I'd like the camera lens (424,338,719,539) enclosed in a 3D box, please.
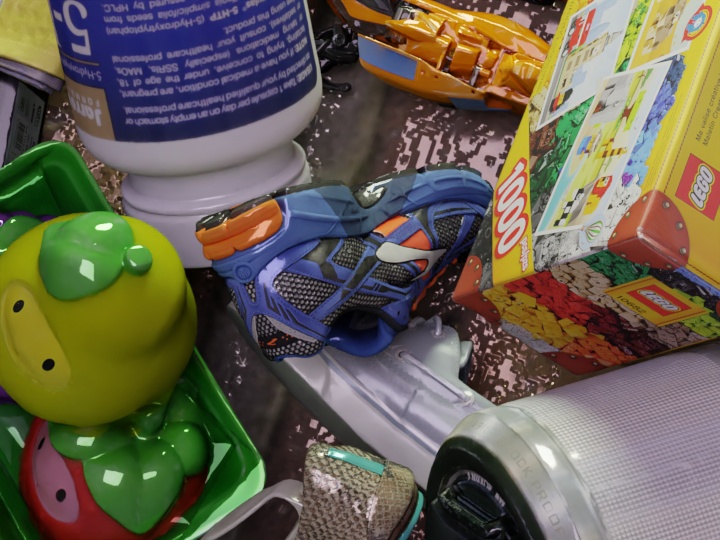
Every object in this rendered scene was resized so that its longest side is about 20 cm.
[{"bbox_3d":[0.138,0.118,1.267,0.200,0.160,0.160,-15,76,-19],"label":"camera lens"}]

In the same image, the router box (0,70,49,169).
[{"bbox_3d":[-0.229,-0.133,1.458,0.157,0.052,0.201,8,81,11],"label":"router box"}]

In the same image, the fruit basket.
[{"bbox_3d":[-0.136,0.044,1.334,0.155,0.216,0.216,-33,76,2],"label":"fruit basket"}]

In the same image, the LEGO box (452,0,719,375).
[{"bbox_3d":[0.139,-0.066,1.282,0.077,0.149,0.200,31,65,-21],"label":"LEGO box"}]

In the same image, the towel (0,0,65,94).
[{"bbox_3d":[-0.168,-0.194,1.420,0.143,0.023,0.200,23,84,13],"label":"towel"}]

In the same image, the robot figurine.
[{"bbox_3d":[0.021,-0.151,1.417,0.200,0.058,0.145,21,82,12],"label":"robot figurine"}]

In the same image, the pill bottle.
[{"bbox_3d":[-0.081,-0.109,1.359,0.119,0.120,0.200,-7,113,8],"label":"pill bottle"}]

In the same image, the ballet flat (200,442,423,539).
[{"bbox_3d":[-0.044,0.146,1.322,0.075,0.068,0.200,27,127,-7],"label":"ballet flat"}]

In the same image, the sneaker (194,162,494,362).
[{"bbox_3d":[0.000,0.000,1.333,0.075,0.200,0.079,-16,87,38],"label":"sneaker"}]

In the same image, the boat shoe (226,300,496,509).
[{"bbox_3d":[0.030,0.062,1.375,0.201,0.070,0.072,39,78,10],"label":"boat shoe"}]
